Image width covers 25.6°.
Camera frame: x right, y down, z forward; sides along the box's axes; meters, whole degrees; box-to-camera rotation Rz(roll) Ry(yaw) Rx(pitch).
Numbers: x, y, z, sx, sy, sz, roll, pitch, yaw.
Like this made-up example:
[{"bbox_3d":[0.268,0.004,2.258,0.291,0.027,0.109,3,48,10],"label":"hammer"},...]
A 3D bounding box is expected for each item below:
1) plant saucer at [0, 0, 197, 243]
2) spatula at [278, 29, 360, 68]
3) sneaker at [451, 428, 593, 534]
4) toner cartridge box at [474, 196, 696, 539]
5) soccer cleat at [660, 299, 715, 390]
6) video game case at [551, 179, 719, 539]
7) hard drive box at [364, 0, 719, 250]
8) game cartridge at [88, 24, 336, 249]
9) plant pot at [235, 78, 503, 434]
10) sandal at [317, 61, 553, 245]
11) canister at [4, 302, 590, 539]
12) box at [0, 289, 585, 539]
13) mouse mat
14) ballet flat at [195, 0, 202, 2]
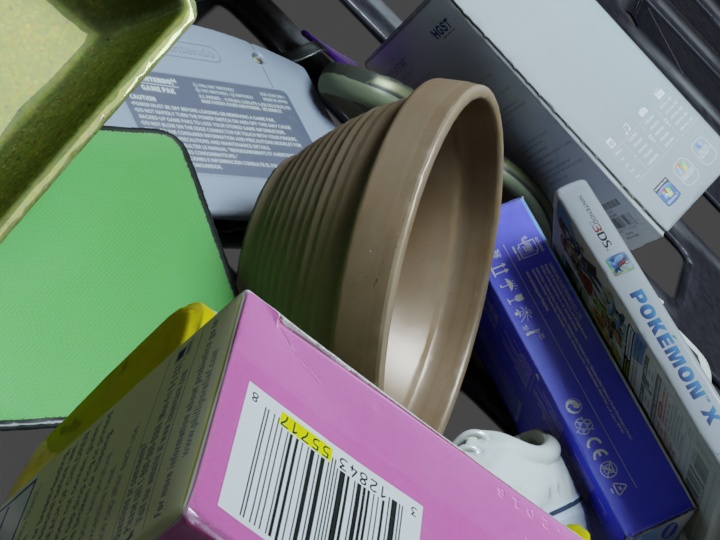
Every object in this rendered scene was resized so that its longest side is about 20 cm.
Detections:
[{"bbox_3d":[-0.201,-0.096,0.635,0.200,0.048,0.200,40,65,-7],"label":"plant saucer"},{"bbox_3d":[-0.054,-0.131,0.955,0.200,0.021,0.057,-1,35,-47],"label":"spatula"},{"bbox_3d":[0.051,0.117,0.772,0.200,0.073,0.071,1,65,-65],"label":"sneaker"},{"bbox_3d":[0.111,0.067,0.879,0.043,0.095,0.200,-22,67,-10],"label":"toner cartridge box"},{"bbox_3d":[0.198,0.087,1.000,0.085,0.069,0.200,11,43,-40],"label":"soccer cleat"},{"bbox_3d":[0.154,0.072,0.871,0.200,0.022,0.182,79,-14,-61],"label":"video game case"},{"bbox_3d":[0.114,-0.103,1.004,0.200,0.156,0.077,47,71,-5],"label":"hard drive box"},{"bbox_3d":[-0.084,-0.073,0.846,0.200,0.042,0.133,1,51,-51],"label":"game cartridge"},{"bbox_3d":[0.000,0.000,0.773,0.093,0.201,0.201,13,28,15],"label":"plant pot"},{"bbox_3d":[0.041,-0.057,0.964,0.201,0.080,0.057,33,74,-36],"label":"sandal"},{"bbox_3d":[-0.024,0.116,0.610,0.200,0.149,0.087,35,34,-19],"label":"canister"},{"bbox_3d":[-0.038,0.137,0.514,0.176,0.200,0.097,38,34,-19],"label":"box"},{"bbox_3d":[-0.142,-0.003,0.685,0.200,0.008,0.161,0,57,-36],"label":"mouse mat"},{"bbox_3d":[-0.090,-0.200,0.959,0.070,0.069,0.200,57,30,12],"label":"ballet flat"}]
